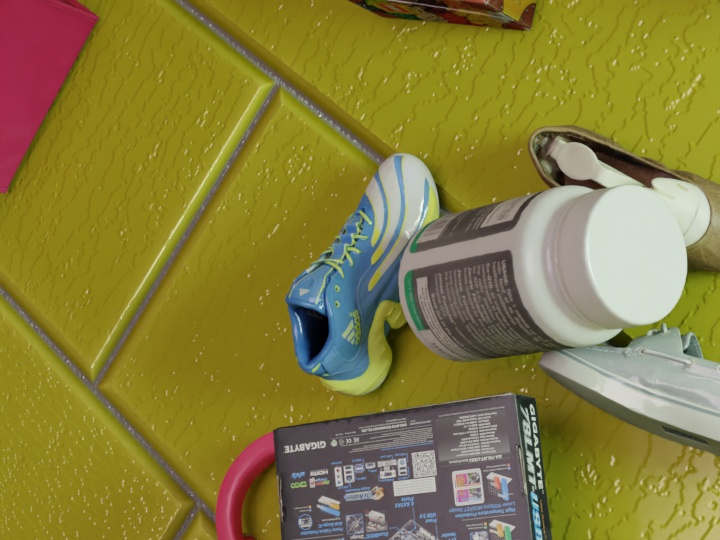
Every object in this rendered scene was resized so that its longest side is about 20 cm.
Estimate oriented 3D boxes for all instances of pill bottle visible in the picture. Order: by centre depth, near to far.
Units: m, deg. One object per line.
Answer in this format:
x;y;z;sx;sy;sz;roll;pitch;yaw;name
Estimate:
0.127;0.002;1.158;0.200;0.113;0.114;-12;74;54;pill bottle

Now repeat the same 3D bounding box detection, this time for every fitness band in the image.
-0.038;0.223;1.318;0.144;0.037;0.200;-44;62;17;fitness band

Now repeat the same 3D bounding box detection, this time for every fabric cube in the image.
-0.412;-0.220;1.545;0.200;0.196;0.200;37;103;33;fabric cube

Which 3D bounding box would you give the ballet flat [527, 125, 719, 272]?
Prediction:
0.199;-0.057;1.180;0.200;0.072;0.068;34;100;33;ballet flat

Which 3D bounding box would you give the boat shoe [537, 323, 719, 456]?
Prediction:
0.223;0.079;1.152;0.200;0.070;0.072;19;76;34;boat shoe

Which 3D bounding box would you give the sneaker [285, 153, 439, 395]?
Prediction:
0.000;0.000;1.285;0.076;0.105;0.201;12;89;34;sneaker

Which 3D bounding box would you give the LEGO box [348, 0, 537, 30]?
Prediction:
0.077;-0.303;1.301;0.149;0.077;0.201;12;89;35;LEGO box

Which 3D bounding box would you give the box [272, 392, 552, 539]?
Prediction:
0.039;0.200;1.178;0.199;0.050;0.199;-11;79;24;box
